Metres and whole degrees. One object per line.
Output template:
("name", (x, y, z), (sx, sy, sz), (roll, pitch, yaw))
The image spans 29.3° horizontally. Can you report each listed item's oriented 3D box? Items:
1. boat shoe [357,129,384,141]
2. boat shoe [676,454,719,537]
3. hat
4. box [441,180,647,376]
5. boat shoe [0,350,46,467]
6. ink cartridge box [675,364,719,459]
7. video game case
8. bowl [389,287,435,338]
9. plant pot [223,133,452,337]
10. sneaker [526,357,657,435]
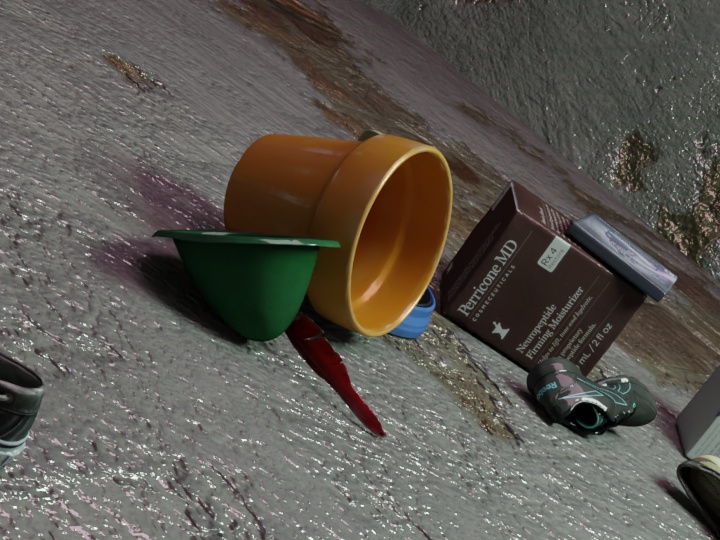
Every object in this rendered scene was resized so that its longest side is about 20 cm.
("boat shoe", (0.081, -0.157, 2.149), (0.068, 0.075, 0.200), (6, 31, -50))
("boat shoe", (0.442, 0.293, 1.595), (0.065, 0.073, 0.200), (2, 31, -45))
("hat", (-0.099, 0.055, 1.248), (0.200, 0.177, 0.165), (6, 4, 45))
("box", (0.230, 0.020, 1.761), (0.200, 0.166, 0.164), (33, 16, -7))
("boat shoe", (-0.276, 0.038, 0.816), (0.200, 0.071, 0.072), (31, 16, -11))
("ink cartridge box", (0.557, 0.228, 1.868), (0.200, 0.147, 0.145), (34, 15, -2))
("video game case", (0.337, -0.019, 1.759), (0.143, 0.019, 0.200), (39, 14, 10))
("bowl", (0.000, 0.000, 1.576), (0.200, 0.039, 0.201), (32, 16, -10))
("plant pot", (-0.033, -0.055, 1.415), (0.183, 0.201, 0.200), (20, 8, 27))
("sneaker", (0.283, 0.167, 1.647), (0.199, 0.075, 0.079), (15, 35, -33))
